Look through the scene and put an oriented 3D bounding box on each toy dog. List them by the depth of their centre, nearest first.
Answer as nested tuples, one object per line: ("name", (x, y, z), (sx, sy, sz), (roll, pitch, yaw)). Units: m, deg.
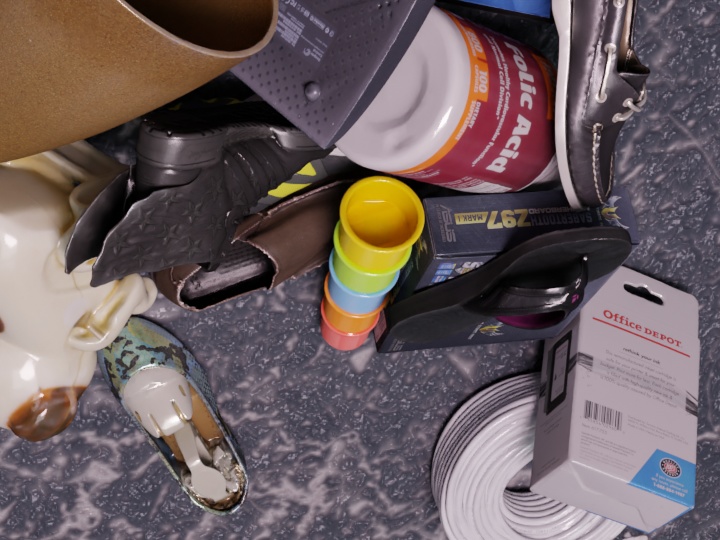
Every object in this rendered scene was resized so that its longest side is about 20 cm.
("toy dog", (-0.223, 0.021, 0.973), (0.139, 0.194, 0.201), (25, 126, 18))

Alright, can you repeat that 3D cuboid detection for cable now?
("cable", (0.160, 0.178, 1.253), (0.199, 0.069, 0.201), (-16, 123, -7))

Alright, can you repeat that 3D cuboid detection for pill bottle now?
("pill bottle", (0.074, -0.112, 0.982), (0.200, 0.114, 0.114), (7, 123, -53))

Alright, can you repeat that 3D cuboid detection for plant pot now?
("plant pot", (-0.185, -0.158, 0.871), (0.200, 0.187, 0.186), (-32, 127, 32))

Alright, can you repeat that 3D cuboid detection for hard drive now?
("hard drive", (-0.008, -0.192, 0.887), (0.042, 0.135, 0.200), (-5, 130, -55))

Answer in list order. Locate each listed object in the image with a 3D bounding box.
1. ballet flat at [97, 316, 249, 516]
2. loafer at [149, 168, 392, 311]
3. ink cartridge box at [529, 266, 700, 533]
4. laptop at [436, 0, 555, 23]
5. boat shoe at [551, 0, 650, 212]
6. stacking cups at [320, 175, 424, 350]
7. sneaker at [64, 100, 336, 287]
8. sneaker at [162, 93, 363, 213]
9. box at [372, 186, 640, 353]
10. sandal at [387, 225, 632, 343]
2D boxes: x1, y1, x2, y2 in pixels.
("ballet flat", (-0.142, 0.122, 1.128), (0.074, 0.074, 0.200), (-30, 124, 3))
("loafer", (-0.060, -0.016, 1.065), (0.199, 0.071, 0.073), (-25, 124, 0))
("ink cartridge box", (0.212, 0.099, 1.164), (0.116, 0.201, 0.068), (22, 144, -14))
("laptop", (0.033, -0.246, 0.930), (0.199, 0.103, 0.178), (-14, 124, -26))
("boat shoe", (0.164, -0.135, 0.947), (0.060, 0.074, 0.201), (2, 110, 19))
("stacking cups", (0.000, 0.000, 1.056), (0.060, 0.061, 0.200), (-7, 158, -12))
("sneaker", (-0.097, -0.051, 0.922), (0.199, 0.060, 0.105), (-10, 120, -47))
("sneaker", (-0.060, -0.088, 1.033), (0.199, 0.075, 0.085), (-7, 144, -16))
("box", (0.103, 0.003, 1.077), (0.157, 0.051, 0.200), (-5, 159, -15))
("sandal", (0.108, 0.023, 0.991), (0.200, 0.048, 0.075), (-26, 151, 36))
